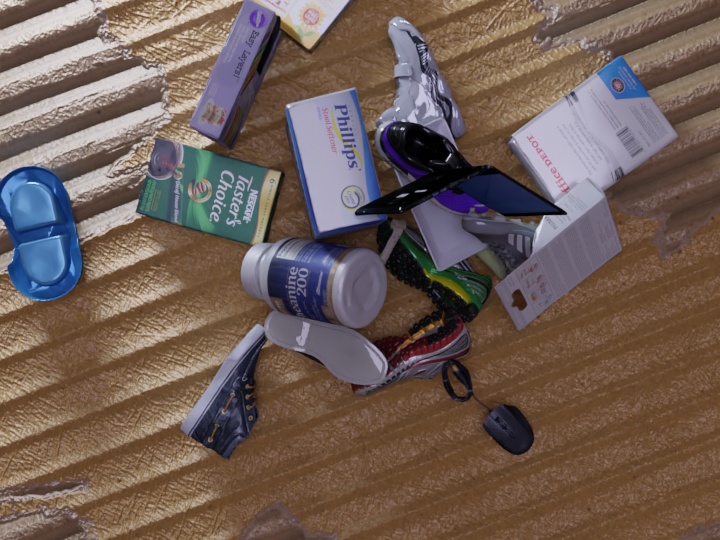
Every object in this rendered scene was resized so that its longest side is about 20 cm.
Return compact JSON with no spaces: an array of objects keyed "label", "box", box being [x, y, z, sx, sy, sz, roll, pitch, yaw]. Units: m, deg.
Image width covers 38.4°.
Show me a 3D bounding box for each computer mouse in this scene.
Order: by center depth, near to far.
[{"label":"computer mouse","box":[0.188,0.204,1.518,0.059,0.034,0.200,-45,110,5]}]

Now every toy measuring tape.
[{"label":"toy measuring tape","box":[0.000,0.000,1.519,0.073,0.074,0.201,26,109,0]}]

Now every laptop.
[{"label":"laptop","box":[0.121,-0.074,1.307,0.199,0.177,0.104,-27,100,-16]}]

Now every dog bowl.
[{"label":"dog bowl","box":[-0.476,-0.055,1.546,0.111,0.050,0.201,-13,91,1]}]

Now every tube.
[{"label":"tube","box":[0.154,-0.077,1.541,0.200,0.052,0.058,37,123,-5]}]

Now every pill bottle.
[{"label":"pill bottle","box":[-0.071,0.013,1.461,0.199,0.111,0.112,9,91,37]}]

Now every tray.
[{"label":"tray","box":[0.113,-0.110,1.495,0.107,0.022,0.201,-26,96,-19]}]

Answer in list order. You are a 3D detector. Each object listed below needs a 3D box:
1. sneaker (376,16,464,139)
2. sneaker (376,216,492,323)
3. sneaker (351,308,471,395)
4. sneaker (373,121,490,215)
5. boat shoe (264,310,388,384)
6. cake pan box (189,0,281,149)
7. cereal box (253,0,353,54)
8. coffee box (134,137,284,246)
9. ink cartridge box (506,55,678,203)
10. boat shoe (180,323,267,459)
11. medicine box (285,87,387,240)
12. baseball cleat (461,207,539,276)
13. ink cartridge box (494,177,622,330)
[{"label":"sneaker","box":[0.064,-0.266,1.525,0.114,0.075,0.201,-28,93,-2]},{"label":"sneaker","box":[0.107,-0.011,1.538,0.200,0.078,0.085,41,58,6]},{"label":"sneaker","box":[0.075,0.138,1.526,0.199,0.078,0.082,-26,129,16]},{"label":"sneaker","box":[0.115,-0.140,1.431,0.200,0.099,0.070,31,78,-18]},{"label":"boat shoe","box":[-0.045,0.111,1.512,0.199,0.060,0.074,18,93,19]},{"label":"cake pan box","box":[-0.174,-0.278,1.475,0.052,0.184,0.201,24,90,-4]},{"label":"cereal box","box":[-0.068,-0.447,1.543,0.144,0.040,0.200,40,90,0]},{"label":"coffee box","box":[-0.223,-0.116,1.545,0.199,0.044,0.124,17,91,1]},{"label":"ink cartridge box","box":[0.336,-0.193,1.518,0.200,0.084,0.146,-35,91,2]},{"label":"boat shoe","box":[-0.177,0.181,1.539,0.091,0.071,0.201,35,98,-1]},{"label":"medicine box","box":[-0.038,-0.143,1.464,0.102,0.200,0.183,-14,90,-3]},{"label":"baseball cleat","box":[0.218,-0.028,1.486,0.199,0.070,0.107,8,96,-38]},{"label":"ink cartridge box","box":[0.277,-0.020,1.485,0.200,0.163,0.057,-35,56,2]}]
